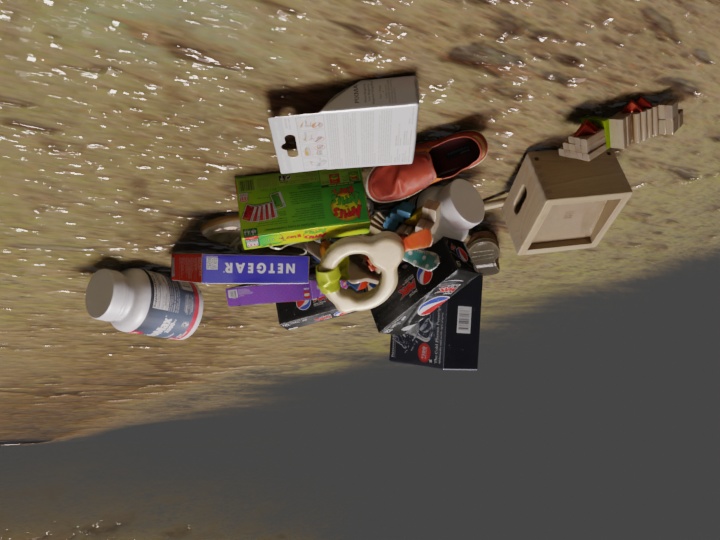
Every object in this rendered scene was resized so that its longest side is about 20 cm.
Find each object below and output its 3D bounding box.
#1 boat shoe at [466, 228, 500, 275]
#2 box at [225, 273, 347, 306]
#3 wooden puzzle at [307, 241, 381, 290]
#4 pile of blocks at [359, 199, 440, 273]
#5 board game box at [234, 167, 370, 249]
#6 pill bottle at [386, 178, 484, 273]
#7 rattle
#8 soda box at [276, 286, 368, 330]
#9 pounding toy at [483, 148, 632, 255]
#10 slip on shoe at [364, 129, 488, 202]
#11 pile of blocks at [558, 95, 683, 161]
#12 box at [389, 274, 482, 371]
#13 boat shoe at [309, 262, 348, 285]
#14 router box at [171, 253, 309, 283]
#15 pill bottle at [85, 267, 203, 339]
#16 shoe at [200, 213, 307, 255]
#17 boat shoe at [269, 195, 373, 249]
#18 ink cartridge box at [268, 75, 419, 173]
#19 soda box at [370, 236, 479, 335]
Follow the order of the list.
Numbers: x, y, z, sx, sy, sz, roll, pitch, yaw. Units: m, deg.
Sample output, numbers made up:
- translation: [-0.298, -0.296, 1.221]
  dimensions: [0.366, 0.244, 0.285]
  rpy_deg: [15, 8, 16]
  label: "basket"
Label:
- translation: [0.244, -0.049, 1.538]
  dimensions: [0.071, 0.069, 0.200]
  rpy_deg: [-5, 162, 8]
  label: "boat shoe"
- translation: [-0.143, 0.035, 1.485]
  dimensions: [0.197, 0.040, 0.136]
  rpy_deg: [-6, -174, 29]
  label: "box"
- translation: [0.000, 0.000, 1.413]
  dimensions: [0.198, 0.185, 0.047]
  rpy_deg: [10, 109, -47]
  label: "wooden puzzle"
- translation: [0.050, -0.056, 1.256]
  dimensions: [0.082, 0.062, 0.199]
  rpy_deg: [44, 137, -9]
  label: "pile of blocks"
- translation: [-0.090, -0.100, 1.185]
  dimensions: [0.197, 0.103, 0.048]
  rpy_deg: [-8, 161, -6]
  label: "board game box"
- translation: [0.118, -0.078, 1.330]
  dimensions: [0.110, 0.113, 0.199]
  rpy_deg: [7, 154, -38]
  label: "pill bottle"
- translation: [0.029, -0.028, 1.213]
  dimensions: [0.199, 0.131, 0.143]
  rpy_deg: [-35, -174, 15]
  label: "rattle"
- translation: [-0.081, 0.067, 1.652]
  dimensions: [0.197, 0.072, 0.063]
  rpy_deg: [-15, 161, 9]
  label: "soda box"
- translation: [0.325, -0.121, 1.323]
  dimensions: [0.181, 0.144, 0.201]
  rpy_deg: [-6, 149, -13]
  label: "pounding toy"
- translation: [0.097, -0.158, 1.149]
  dimensions: [0.197, 0.075, 0.061]
  rpy_deg: [-20, -172, 10]
  label: "slip on shoe"
- translation: [0.396, -0.229, 1.164]
  dimensions: [0.197, 0.082, 0.063]
  rpy_deg: [-17, 118, -7]
  label: "pile of blocks"
- translation: [0.159, 0.105, 1.634]
  dimensions: [0.103, 0.204, 0.181]
  rpy_deg: [6, 176, -35]
  label: "box"
- translation: [-0.094, 0.024, 1.572]
  dimensions: [0.199, 0.061, 0.072]
  rpy_deg: [-20, 157, 24]
  label: "boat shoe"
- translation: [-0.215, -0.004, 1.355]
  dimensions: [0.197, 0.050, 0.179]
  rpy_deg: [1, -179, -31]
  label: "router box"
- translation: [-0.407, 0.060, 1.436]
  dimensions: [0.119, 0.121, 0.199]
  rpy_deg: [-23, 156, 33]
  label: "pill bottle"
- translation: [-0.179, -0.058, 1.323]
  dimensions: [0.197, 0.054, 0.070]
  rpy_deg: [2, 157, -30]
  label: "shoe"
- translation: [-0.069, -0.081, 1.290]
  dimensions: [0.197, 0.069, 0.075]
  rpy_deg: [-12, 158, -5]
  label: "boat shoe"
- translation: [-0.020, -0.197, 1.056]
  dimensions: [0.196, 0.058, 0.163]
  rpy_deg: [-1, 160, 0]
  label: "ink cartridge box"
- translation: [0.104, 0.030, 1.299]
  dimensions: [0.063, 0.072, 0.200]
  rpy_deg: [10, 139, -44]
  label: "soda box"
